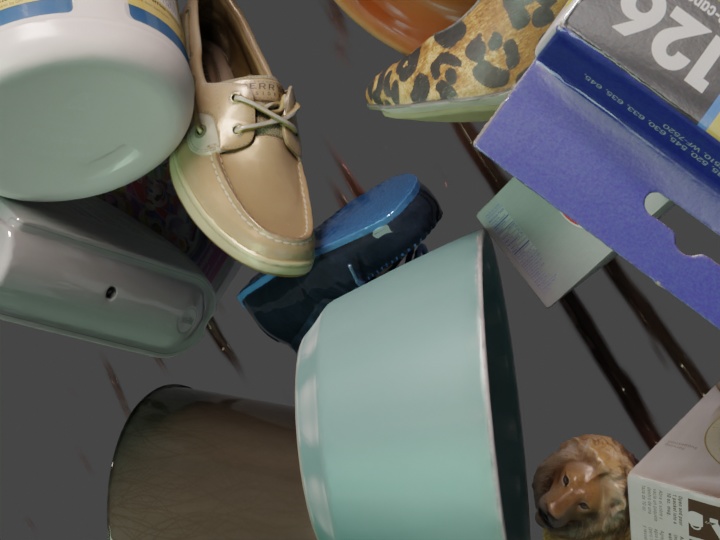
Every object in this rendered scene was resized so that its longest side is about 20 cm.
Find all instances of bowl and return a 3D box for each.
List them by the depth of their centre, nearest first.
[{"bbox_3d":[0.027,0.085,0.882,0.104,0.201,0.203,-7,114,8],"label":"bowl"}]

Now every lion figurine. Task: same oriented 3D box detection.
[{"bbox_3d":[0.167,0.183,0.958,0.199,0.073,0.123,38,128,-2],"label":"lion figurine"}]

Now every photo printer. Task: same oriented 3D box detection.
[{"bbox_3d":[-0.194,-0.013,1.042,0.166,0.199,0.070,30,97,36],"label":"photo printer"}]

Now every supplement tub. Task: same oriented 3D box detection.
[{"bbox_3d":[-0.175,-0.157,0.941,0.145,0.143,0.202,-50,45,46],"label":"supplement tub"}]

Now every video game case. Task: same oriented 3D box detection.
[{"bbox_3d":[-0.153,-0.067,1.118,0.200,0.018,0.143,47,137,10],"label":"video game case"}]

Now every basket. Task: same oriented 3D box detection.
[{"bbox_3d":[-0.045,0.161,1.079,0.198,0.135,0.183,-5,89,39],"label":"basket"}]

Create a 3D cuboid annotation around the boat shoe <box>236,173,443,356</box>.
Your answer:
[{"bbox_3d":[0.000,0.000,0.993,0.069,0.084,0.200,50,154,-6],"label":"boat shoe"}]

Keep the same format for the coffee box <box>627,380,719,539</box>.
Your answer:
[{"bbox_3d":[0.243,0.127,0.812,0.198,0.114,0.081,13,123,37],"label":"coffee box"}]

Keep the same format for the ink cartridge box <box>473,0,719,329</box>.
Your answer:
[{"bbox_3d":[0.181,-0.076,0.680,0.197,0.201,0.047,35,180,0],"label":"ink cartridge box"}]

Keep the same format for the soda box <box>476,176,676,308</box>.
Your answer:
[{"bbox_3d":[0.143,-0.067,0.816,0.064,0.068,0.200,51,137,8],"label":"soda box"}]

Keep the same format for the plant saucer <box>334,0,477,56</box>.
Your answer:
[{"bbox_3d":[0.063,-0.189,0.789,0.198,0.038,0.202,6,123,9],"label":"plant saucer"}]

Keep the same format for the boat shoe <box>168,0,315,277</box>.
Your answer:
[{"bbox_3d":[-0.069,-0.082,0.956,0.065,0.072,0.201,-57,41,34],"label":"boat shoe"}]

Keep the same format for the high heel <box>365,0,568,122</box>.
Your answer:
[{"bbox_3d":[0.074,-0.146,0.776,0.199,0.071,0.144,-8,87,41],"label":"high heel"}]
